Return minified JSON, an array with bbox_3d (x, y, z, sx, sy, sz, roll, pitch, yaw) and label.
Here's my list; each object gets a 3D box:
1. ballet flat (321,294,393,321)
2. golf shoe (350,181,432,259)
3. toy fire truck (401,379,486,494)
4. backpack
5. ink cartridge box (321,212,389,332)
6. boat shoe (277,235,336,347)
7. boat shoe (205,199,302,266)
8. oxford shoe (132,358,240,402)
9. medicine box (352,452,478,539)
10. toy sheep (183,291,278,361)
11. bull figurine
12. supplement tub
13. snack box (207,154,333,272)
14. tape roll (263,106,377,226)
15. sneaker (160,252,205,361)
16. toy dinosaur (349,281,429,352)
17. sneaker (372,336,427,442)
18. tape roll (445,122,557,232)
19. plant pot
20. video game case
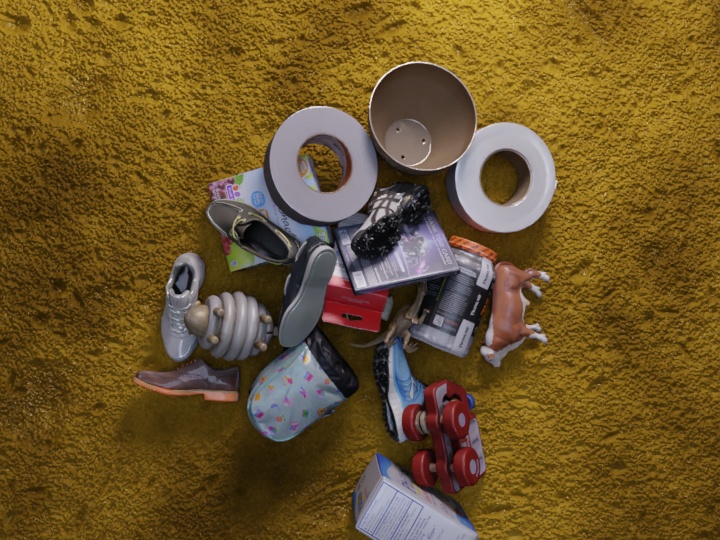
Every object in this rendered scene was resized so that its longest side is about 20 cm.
[{"bbox_3d":[-0.036,0.066,1.421,0.195,0.067,0.064,5,99,-2],"label":"ballet flat"},{"bbox_3d":[0.038,-0.093,1.341,0.094,0.079,0.199,27,49,33],"label":"golf shoe"},{"bbox_3d":[0.170,0.300,1.386,0.110,0.167,0.204,-12,91,34],"label":"toy fire truck"},{"bbox_3d":[-0.119,0.215,1.383,0.199,0.127,0.168,-37,94,0],"label":"backpack"},{"bbox_3d":[0.000,0.000,1.381,0.114,0.068,0.204,11,62,-3],"label":"ink cartridge box"},{"bbox_3d":[-0.101,0.038,1.327,0.075,0.060,0.203,14,109,-41],"label":"boat shoe"},{"bbox_3d":[-0.194,-0.071,1.339,0.199,0.060,0.073,29,98,10],"label":"boat shoe"},{"bbox_3d":[-0.322,0.198,1.405,0.196,0.071,0.075,9,86,-13],"label":"oxford shoe"},{"bbox_3d":[0.091,0.441,1.359,0.198,0.182,0.104,32,88,-2],"label":"medicine box"},{"bbox_3d":[-0.225,0.103,1.375,0.197,0.137,0.141,15,88,-23],"label":"toy sheep"},{"bbox_3d":[0.292,0.086,1.435,0.119,0.065,0.205,4,91,-6],"label":"bull figurine"},{"bbox_3d":[0.176,0.047,1.401,0.120,0.123,0.203,22,89,-2],"label":"supplement tub"},{"bbox_3d":[-0.165,-0.105,1.403,0.196,0.068,0.172,-16,89,5],"label":"snack box"},{"bbox_3d":[-0.071,-0.182,1.335,0.196,0.066,0.205,2,85,-18],"label":"tape roll"},{"bbox_3d":[-0.335,0.067,1.387,0.076,0.099,0.205,3,89,-2],"label":"sneaker"},{"bbox_3d":[0.069,0.106,1.375,0.058,0.102,0.200,37,109,-24],"label":"toy dinosaur"},{"bbox_3d":[0.081,0.216,1.430,0.088,0.078,0.205,-10,93,-22],"label":"sneaker"},{"bbox_3d":[0.265,-0.173,1.424,0.198,0.071,0.207,0,93,-8],"label":"tape roll"},{"bbox_3d":[0.101,-0.260,1.389,0.196,0.135,0.205,2,79,-9],"label":"plant pot"},{"bbox_3d":[0.063,-0.035,1.345,0.196,0.019,0.145,-11,54,-14],"label":"video game case"}]
